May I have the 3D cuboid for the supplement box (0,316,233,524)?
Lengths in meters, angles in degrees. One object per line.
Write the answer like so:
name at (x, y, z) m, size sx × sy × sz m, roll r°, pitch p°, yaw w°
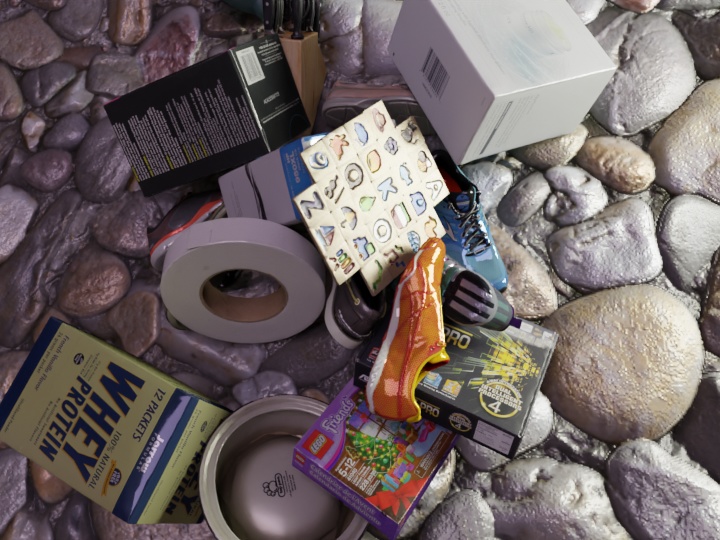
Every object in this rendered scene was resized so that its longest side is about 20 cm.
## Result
supplement box at (-0.262, 0.177, 0.816) m, size 0.196 × 0.200 × 0.137 m, roll 24°, pitch 77°, yaw 17°

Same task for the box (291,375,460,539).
box at (0.034, 0.176, 0.797) m, size 0.135 × 0.040 × 0.200 m, roll 29°, pitch 47°, yaw 18°

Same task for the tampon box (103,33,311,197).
tampon box at (-0.191, -0.200, 0.917) m, size 0.195 × 0.150 × 0.129 m, roll -13°, pitch 109°, yaw 23°

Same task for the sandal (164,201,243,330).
sandal at (-0.178, -0.007, 0.930) m, size 0.057 × 0.079 × 0.204 m, roll 28°, pitch 87°, yaw 36°

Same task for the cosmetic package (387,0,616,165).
cosmetic package at (0.172, -0.267, 0.897) m, size 0.196 × 0.124 × 0.203 m, roll -18°, pitch 66°, yaw -26°

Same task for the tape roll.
tape roll at (-0.137, 0.017, 0.849) m, size 0.196 × 0.205 × 0.038 m, roll -8°, pitch 51°, yaw 7°

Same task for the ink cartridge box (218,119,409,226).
ink cartridge box at (-0.059, -0.105, 0.853) m, size 0.142 × 0.198 × 0.087 m, roll -20°, pitch 96°, yaw -38°

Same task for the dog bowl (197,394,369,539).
dog bowl at (-0.081, 0.244, 0.792) m, size 0.194 × 0.075 × 0.204 m, roll 7°, pitch 50°, yaw -8°

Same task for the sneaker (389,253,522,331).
sneaker at (0.100, 0.019, 0.843) m, size 0.076 × 0.086 × 0.199 m, roll -58°, pitch 41°, yaw 8°

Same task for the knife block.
knife block at (-0.101, -0.282, 0.961) m, size 0.062 × 0.176 × 0.206 m, roll 9°, pitch 73°, yaw 14°

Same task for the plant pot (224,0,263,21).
plant pot at (-0.134, -0.450, 1.030) m, size 0.199 × 0.200 × 0.135 m, roll -38°, pitch 90°, yaw -4°

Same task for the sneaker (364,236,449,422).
sneaker at (0.064, 0.062, 0.758) m, size 0.075 × 0.073 × 0.205 m, roll 14°, pitch 72°, yaw 10°

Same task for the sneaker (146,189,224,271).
sneaker at (-0.211, -0.085, 0.969) m, size 0.197 × 0.077 × 0.083 m, roll -33°, pitch 62°, yaw -3°

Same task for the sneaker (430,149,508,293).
sneaker at (0.120, -0.059, 0.878) m, size 0.077 × 0.090 × 0.203 m, roll -23°, pitch 71°, yaw -15°

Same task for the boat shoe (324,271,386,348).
boat shoe at (0.000, 0.000, 0.851) m, size 0.060 × 0.071 × 0.204 m, roll -41°, pitch 31°, yaw 30°

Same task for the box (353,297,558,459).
box at (0.111, 0.102, 0.819) m, size 0.196 × 0.050 × 0.162 m, roll 22°, pitch 44°, yaw 17°

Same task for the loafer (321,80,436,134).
loafer at (0.044, -0.232, 0.976) m, size 0.194 × 0.072 × 0.064 m, roll 5°, pitch 64°, yaw 15°

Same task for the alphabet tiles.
alphabet tiles at (0.018, -0.081, 0.777) m, size 0.199 × 0.006 × 0.169 m, roll -39°, pitch 106°, yaw -34°
